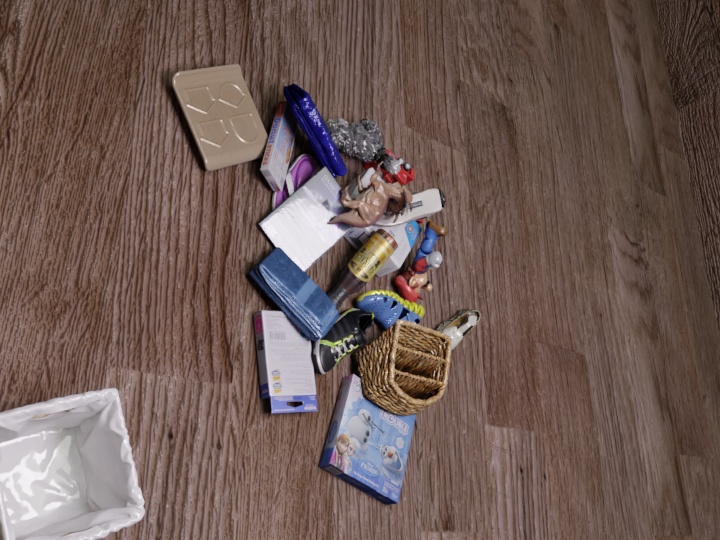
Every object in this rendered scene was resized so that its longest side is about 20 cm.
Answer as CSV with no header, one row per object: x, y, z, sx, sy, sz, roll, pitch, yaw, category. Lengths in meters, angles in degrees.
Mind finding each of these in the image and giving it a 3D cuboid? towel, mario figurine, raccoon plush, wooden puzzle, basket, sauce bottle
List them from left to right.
-0.449,0.300,1.055,0.195,0.159,0.206,-9,78,-43,basket
-0.293,-0.319,1.521,0.183,0.046,0.205,-24,96,-45,wooden puzzle
-0.129,0.044,1.488,0.200,0.048,0.112,46,35,-3,towel
-0.106,-0.305,1.603,0.049,0.148,0.203,-32,120,-6,towel
-0.005,-0.297,1.691,0.132,0.199,0.099,-6,119,-41,raccoon plush
0.000,0.000,1.597,0.066,0.066,0.201,43,79,-19,sauce bottle
0.110,0.217,1.568,0.198,0.148,0.145,23,39,-43,basket
0.160,-0.008,1.731,0.122,0.105,0.204,11,105,-56,mario figurine

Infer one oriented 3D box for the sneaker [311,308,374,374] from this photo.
-0.031,0.140,1.532,0.201,0.081,0.073,-53,131,-45,sneaker

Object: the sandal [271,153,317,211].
-0.141,-0.181,1.598,0.082,0.049,0.207,32,56,-27,sandal

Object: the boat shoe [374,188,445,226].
0.094,-0.136,1.671,0.194,0.093,0.077,-9,82,-14,boat shoe

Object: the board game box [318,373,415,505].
0.021,0.358,1.540,0.198,0.043,0.203,36,52,-27,board game box

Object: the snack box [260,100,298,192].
-0.175,-0.274,1.590,0.072,0.024,0.204,59,32,-50,snack box

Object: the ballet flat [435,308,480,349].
0.239,0.148,1.799,0.199,0.074,0.069,-35,98,-44,ballet flat

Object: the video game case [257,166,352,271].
-0.106,-0.105,1.567,0.199,0.019,0.144,-42,104,-19,video game case

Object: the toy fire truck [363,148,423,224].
0.082,-0.213,1.815,0.198,0.048,0.144,31,56,-30,toy fire truck

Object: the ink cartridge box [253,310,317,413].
-0.150,0.184,1.456,0.117,0.042,0.206,6,67,-42,ink cartridge box

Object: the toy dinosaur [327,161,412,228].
0.029,-0.139,1.566,0.199,0.086,0.137,-40,104,-10,toy dinosaur

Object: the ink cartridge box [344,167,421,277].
0.036,-0.113,1.708,0.201,0.085,0.148,48,49,-15,ink cartridge box

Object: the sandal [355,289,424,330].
0.071,0.104,1.665,0.197,0.079,0.090,21,63,-33,sandal
